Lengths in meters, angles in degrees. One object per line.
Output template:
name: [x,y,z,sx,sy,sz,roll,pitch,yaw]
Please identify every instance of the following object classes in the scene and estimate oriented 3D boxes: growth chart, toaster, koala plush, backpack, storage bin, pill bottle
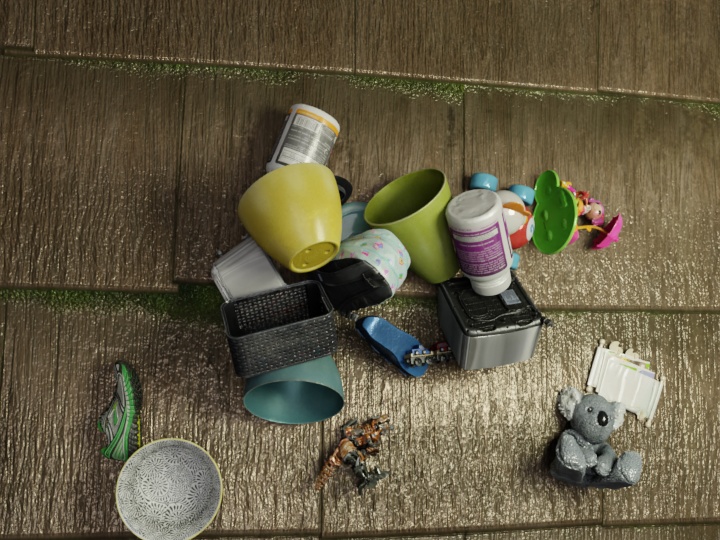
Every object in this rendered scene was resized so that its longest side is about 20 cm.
growth chart: [0.617,0.256,1.477,0.199,0.018,0.146,28,82,-7]
toaster: [-0.217,0.031,1.308,0.128,0.114,0.201,-30,94,-6]
koala plush: [0.502,0.362,1.399,0.176,0.184,0.202,13,64,4]
toaster: [0.274,0.104,1.342,0.179,0.201,0.119,-9,129,-10]
backpack: [0.000,0.000,1.264,0.167,0.199,0.127,45,56,-21]
storage bin: [-0.153,0.108,1.206,0.198,0.135,0.094,-14,121,-12]
pill bottle: [-0.129,-0.234,1.333,0.116,0.116,0.202,22,84,-7]
pill bottle: [0.242,-0.051,1.270,0.112,0.112,0.201,-28,125,-10]

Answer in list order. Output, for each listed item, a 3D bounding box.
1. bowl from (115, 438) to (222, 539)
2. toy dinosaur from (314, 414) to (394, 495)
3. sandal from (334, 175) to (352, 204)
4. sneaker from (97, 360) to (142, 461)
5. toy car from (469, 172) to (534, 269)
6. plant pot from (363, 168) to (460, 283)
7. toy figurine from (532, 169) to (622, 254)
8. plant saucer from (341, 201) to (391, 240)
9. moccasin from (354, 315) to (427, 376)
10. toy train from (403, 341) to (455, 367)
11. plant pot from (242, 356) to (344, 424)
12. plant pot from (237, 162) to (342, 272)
bowl: [-0.374,0.426,1.267,0.199,0.094,0.203,1,86,-10]
toy dinosaur: [-0.007,0.393,1.345,0.200,0.102,0.136,-40,78,9]
sandal: [-0.075,-0.157,1.314,0.043,0.200,0.077,30,108,26]
sneaker: [-0.482,0.280,1.266,0.084,0.078,0.202,0,87,-9]
toy car: [0.310,-0.112,1.355,0.175,0.200,0.186,16,85,-8]
plant pot: [0.133,-0.076,1.338,0.187,0.187,0.201,-37,119,-9]
toy figurine: [0.501,-0.122,1.444,0.182,0.150,0.202,7,61,-22]
plant saucer: [-0.001,-0.052,1.389,0.198,0.027,0.202,1,87,-10]
moccasin: [0.069,0.153,1.364,0.200,0.068,0.081,47,66,-27]
toy train: [0.176,0.176,1.371,0.198,0.034,0.046,-3,77,-32]
plant pot: [-0.131,0.206,1.287,0.198,0.201,0.136,5,54,-9]
plant pot: [-0.113,-0.082,1.197,0.199,0.200,0.143,-22,66,-10]
